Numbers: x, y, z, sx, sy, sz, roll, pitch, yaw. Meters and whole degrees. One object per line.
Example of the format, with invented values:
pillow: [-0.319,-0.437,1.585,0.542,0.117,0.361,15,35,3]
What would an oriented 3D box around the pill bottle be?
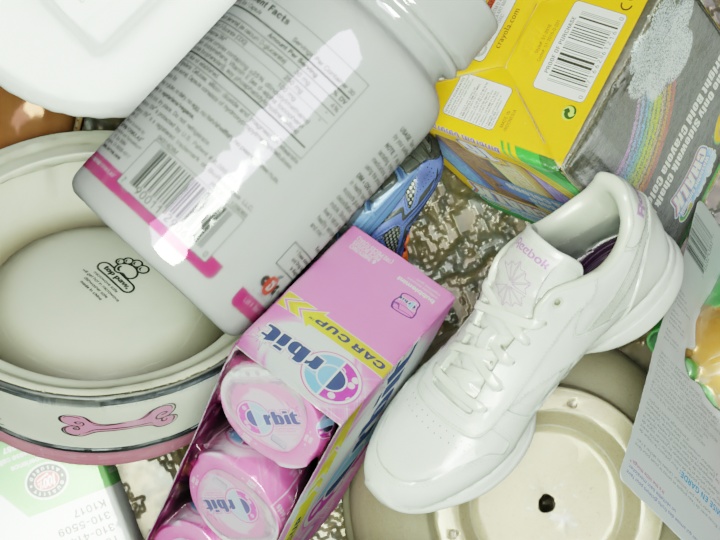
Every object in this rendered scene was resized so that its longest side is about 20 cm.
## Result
pill bottle: [-0.034,-0.076,1.051,0.113,0.113,0.200,43,87,1]

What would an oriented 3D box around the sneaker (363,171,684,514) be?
sneaker: [0.069,0.030,1.056,0.200,0.100,0.075,-45,54,-10]

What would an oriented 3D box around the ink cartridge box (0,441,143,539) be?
ink cartridge box: [-0.178,0.191,1.162,0.145,0.084,0.200,-21,88,-5]

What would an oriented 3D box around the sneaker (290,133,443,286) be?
sneaker: [0.000,0.000,1.161,0.078,0.200,0.075,15,43,-18]

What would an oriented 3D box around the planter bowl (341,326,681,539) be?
planter bowl: [0.093,0.121,1.157,0.200,0.135,0.201,0,85,-4]

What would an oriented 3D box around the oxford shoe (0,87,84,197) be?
oxford shoe: [-0.186,-0.139,1.194,0.071,0.071,0.200,3,88,-5]

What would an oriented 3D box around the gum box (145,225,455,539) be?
gum box: [-0.038,0.086,1.099,0.066,0.200,0.114,35,45,8]

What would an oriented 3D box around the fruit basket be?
fruit basket: [0.206,0.091,1.139,0.185,0.094,0.200,44,49,-24]

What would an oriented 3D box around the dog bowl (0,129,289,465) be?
dog bowl: [-0.137,0.018,1.137,0.200,0.074,0.200,2,44,-2]

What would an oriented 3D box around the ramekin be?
ramekin: [-0.133,-0.172,1.112,0.200,0.098,0.201,-1,103,-6]

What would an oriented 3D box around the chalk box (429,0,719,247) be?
chalk box: [0.123,-0.086,1.163,0.124,0.200,0.125,24,82,32]
